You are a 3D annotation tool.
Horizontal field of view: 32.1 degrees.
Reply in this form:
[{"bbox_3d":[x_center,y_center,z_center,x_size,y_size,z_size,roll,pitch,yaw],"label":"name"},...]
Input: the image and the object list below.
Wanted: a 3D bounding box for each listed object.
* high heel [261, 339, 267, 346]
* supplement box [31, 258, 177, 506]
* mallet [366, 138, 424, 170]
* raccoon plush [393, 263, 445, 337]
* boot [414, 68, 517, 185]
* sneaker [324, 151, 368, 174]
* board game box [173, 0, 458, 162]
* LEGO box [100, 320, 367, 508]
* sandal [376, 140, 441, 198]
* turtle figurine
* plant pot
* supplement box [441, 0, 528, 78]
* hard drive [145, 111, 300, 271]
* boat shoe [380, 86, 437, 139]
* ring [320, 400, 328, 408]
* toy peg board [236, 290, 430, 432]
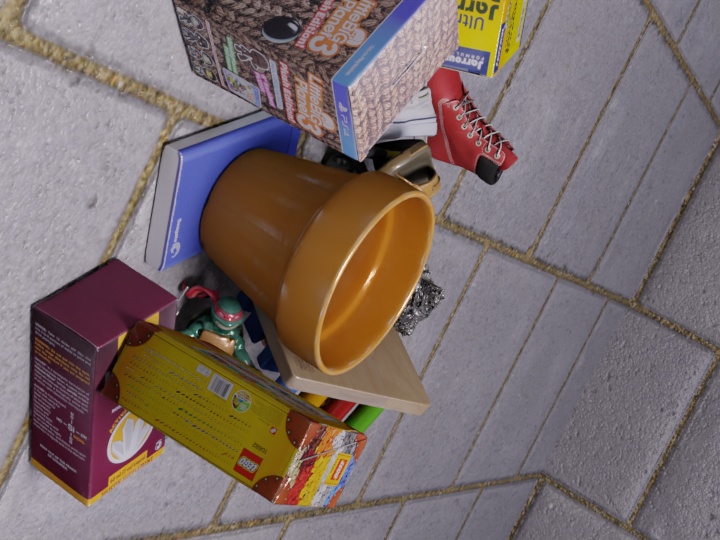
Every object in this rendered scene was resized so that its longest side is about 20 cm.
[{"bbox_3d":[-0.065,0.002,1.468,0.096,0.067,0.202,-49,159,-51],"label":"high heel"},{"bbox_3d":[-0.247,0.108,1.196,0.110,0.085,0.202,-34,145,-46],"label":"supplement box"},{"bbox_3d":[0.016,-0.133,1.442,0.199,0.065,0.042,-8,93,-66],"label":"mallet"},{"bbox_3d":[0.000,0.000,1.388,0.198,0.135,0.097,7,129,-34],"label":"raccoon plush"},{"bbox_3d":[0.140,-0.199,1.577,0.072,0.143,0.201,-47,152,-27],"label":"boot"},{"bbox_3d":[-0.003,-0.075,1.521,0.098,0.070,0.202,-65,153,-42],"label":"sneaker"},{"bbox_3d":[-0.037,-0.221,1.118,0.160,0.199,0.097,-50,155,-24],"label":"board game box"},{"bbox_3d":[-0.112,0.132,1.140,0.078,0.198,0.149,-62,157,-1],"label":"LEGO box"},{"bbox_3d":[0.062,-0.092,1.447,0.080,0.054,0.200,-38,162,-4],"label":"sandal"},{"bbox_3d":[-0.160,0.097,1.322,0.101,0.148,0.201,-68,-178,-56],"label":"turtle figurine"},{"bbox_3d":[-0.054,-0.028,1.253,0.200,0.182,0.201,-46,154,-30],"label":"plant pot"},{"bbox_3d":[0.122,-0.294,1.395,0.200,0.107,0.111,-52,152,-65],"label":"supplement box"},{"bbox_3d":[-0.136,-0.089,1.280,0.199,0.025,0.133,-30,142,-51],"label":"hard drive"},{"bbox_3d":[0.025,-0.187,1.470,0.199,0.073,0.068,-15,103,-61],"label":"boat shoe"},{"bbox_3d":[-0.108,0.179,1.490,0.200,0.199,0.019,-11,82,-61],"label":"ring"},{"bbox_3d":[-0.053,0.090,1.394,0.198,0.201,0.098,16,125,-39],"label":"toy peg board"}]
